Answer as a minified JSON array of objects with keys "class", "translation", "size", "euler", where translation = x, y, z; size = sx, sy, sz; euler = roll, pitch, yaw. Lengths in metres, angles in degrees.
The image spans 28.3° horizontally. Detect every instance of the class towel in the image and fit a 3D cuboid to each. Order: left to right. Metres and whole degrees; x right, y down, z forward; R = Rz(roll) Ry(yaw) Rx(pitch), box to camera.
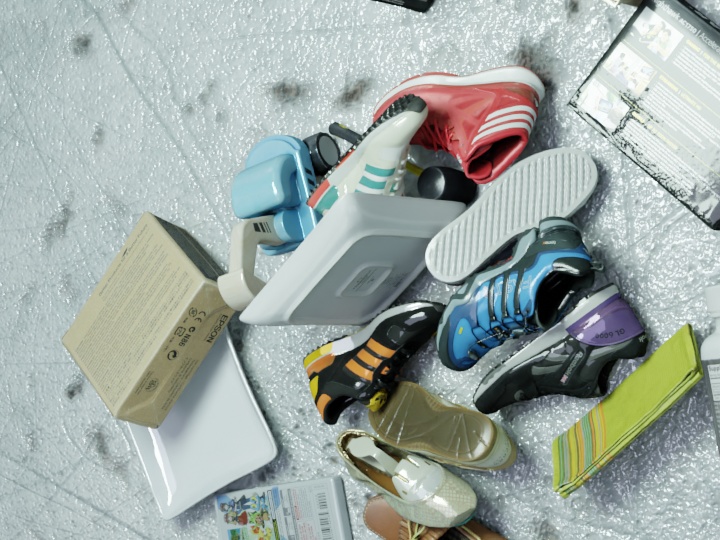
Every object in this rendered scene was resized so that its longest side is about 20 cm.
[{"class":"towel","translation":[0.259,0.138,1.414],"size":[0.018,0.086,0.200],"euler":[33,119,-18]}]

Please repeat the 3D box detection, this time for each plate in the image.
[{"class":"plate","translation":[-0.199,0.172,1.730],"size":[0.199,0.032,0.201],"euler":[-33,73,30]},{"class":"plate","translation":[0.000,0.000,1.496],"size":[0.200,0.199,0.032],"euler":[-49,59,29]}]

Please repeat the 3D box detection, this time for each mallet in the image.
[{"class":"mallet","translation":[0.045,-0.120,1.574],"size":[0.200,0.066,0.041],"euler":[34,106,43]}]

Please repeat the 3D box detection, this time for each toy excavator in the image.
[{"class":"toy excavator","translation":[-0.101,-0.055,1.568],"size":[0.099,0.199,0.196],"euler":[-19,81,32]}]

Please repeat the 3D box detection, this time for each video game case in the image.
[{"class":"video game case","translation":[-0.082,0.351,1.677],"size":[0.181,0.022,0.202],"euler":[-13,85,32]}]

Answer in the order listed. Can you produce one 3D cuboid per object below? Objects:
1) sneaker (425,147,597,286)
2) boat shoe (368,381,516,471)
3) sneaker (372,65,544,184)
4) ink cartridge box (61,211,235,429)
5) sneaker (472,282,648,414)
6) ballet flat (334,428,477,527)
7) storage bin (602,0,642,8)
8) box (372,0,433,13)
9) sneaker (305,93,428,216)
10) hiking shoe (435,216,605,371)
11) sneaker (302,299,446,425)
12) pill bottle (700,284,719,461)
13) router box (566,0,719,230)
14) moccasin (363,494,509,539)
[{"class":"sneaker","translation":[0.157,-0.055,1.481],"size":[0.199,0.079,0.079],"euler":[-33,77,7]},{"class":"boat shoe","translation":[0.086,0.173,1.529],"size":[0.199,0.066,0.074],"euler":[20,79,52]},{"class":"sneaker","translation":[0.089,-0.144,1.486],"size":[0.199,0.078,0.116],"euler":[-13,43,33]},{"class":"ink cartridge box","translation":[-0.250,0.058,1.701],"size":[0.201,0.075,0.165],"euler":[-55,46,12]},{"class":"sneaker","translation":[0.203,0.105,1.455],"size":[0.200,0.076,0.088],"euler":[-41,77,27]},{"class":"ballet flat","translation":[0.040,0.221,1.534],"size":[0.199,0.062,0.068],"euler":[16,62,48]},{"class":"storage bin","translation":[0.236,-0.387,1.401],"size":[0.200,0.093,0.199],"euler":[36,110,27]},{"class":"box","translation":[0.048,-0.401,1.504],"size":[0.149,0.124,0.200],"euler":[47,114,22]},{"class":"sneaker","translation":[0.028,-0.102,1.503],"size":[0.093,0.070,0.200],"euler":[43,132,-5]},{"class":"hiking shoe","translation":[0.151,0.036,1.428],"size":[0.200,0.074,0.087],"euler":[-49,37,20]},{"class":"sneaker","translation":[0.025,0.104,1.559],"size":[0.199,0.070,0.091],"euler":[-28,63,32]},{"class":"pill bottle","translation":[0.376,0.107,1.318],"size":[0.110,0.110,0.202],"euler":[-12,85,32]},{"class":"router box","translation":[0.320,-0.157,1.379],"size":[0.200,0.051,0.150],"euler":[45,112,23]},{"class":"moccasin","translation":[0.085,0.296,1.533],"size":[0.201,0.078,0.074],"euler":[28,106,29]}]
